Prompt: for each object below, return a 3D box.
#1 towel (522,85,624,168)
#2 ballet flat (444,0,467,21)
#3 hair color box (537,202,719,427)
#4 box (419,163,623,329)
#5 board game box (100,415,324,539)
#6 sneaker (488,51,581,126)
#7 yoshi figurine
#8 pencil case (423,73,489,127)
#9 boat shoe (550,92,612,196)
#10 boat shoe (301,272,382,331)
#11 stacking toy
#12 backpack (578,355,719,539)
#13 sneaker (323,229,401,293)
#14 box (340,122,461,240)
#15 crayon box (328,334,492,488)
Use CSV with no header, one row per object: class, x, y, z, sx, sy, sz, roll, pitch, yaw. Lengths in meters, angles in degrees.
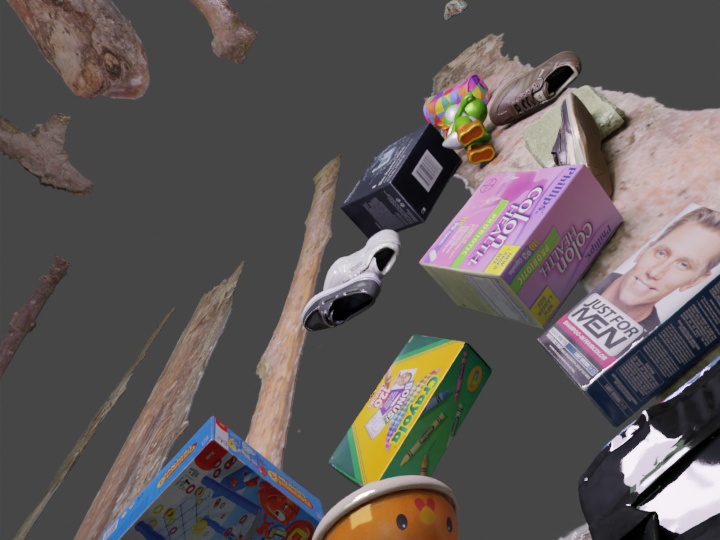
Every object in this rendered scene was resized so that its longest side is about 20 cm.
towel,0.342,-0.237,0.942,0.148,0.036,0.201,-39,21,22
ballet flat,0.415,-1.168,2.534,0.076,0.064,0.200,-48,19,-3
hair color box,0.272,0.037,0.526,0.200,0.061,0.100,-43,20,7
box,0.202,-0.037,0.755,0.177,0.097,0.199,-50,21,-10
board game box,-0.177,0.320,0.699,0.200,0.196,0.056,-46,20,-1
sneaker,0.339,-0.352,1.119,0.199,0.070,0.076,-37,22,27
yoshi figurine,0.233,-0.307,1.180,0.202,0.110,0.114,-100,26,-54
pencil case,0.241,-0.432,1.455,0.089,0.088,0.199,-52,22,-19
boat shoe,0.304,-0.171,0.812,0.064,0.071,0.203,-34,41,41
boat shoe,-0.042,0.076,1.092,0.198,0.070,0.067,-27,25,27
stacking toy,0.047,0.289,0.461,0.146,0.146,0.201,-41,39,12
backpack,0.226,0.134,0.301,0.189,0.155,0.201,-32,16,13
sneaker,0.000,0.000,1.126,0.200,0.075,0.100,-42,19,11
box,0.086,-0.191,1.258,0.199,0.117,0.198,-18,34,55
crayon box,0.059,0.178,0.691,0.201,0.058,0.118,-53,21,-19
